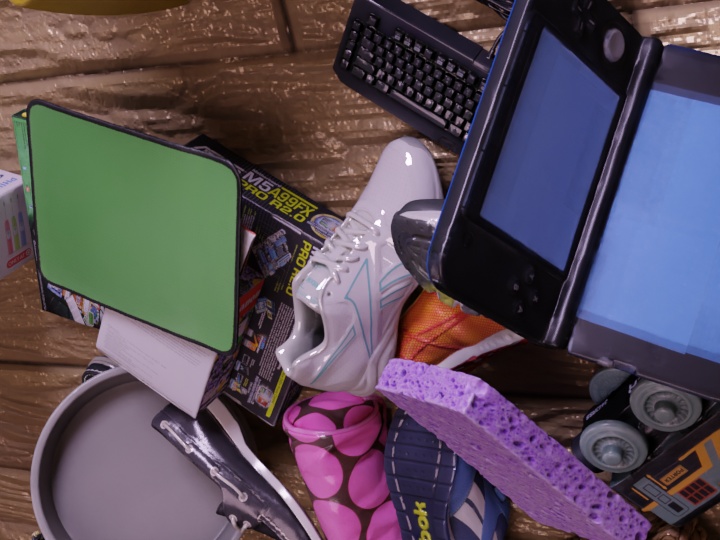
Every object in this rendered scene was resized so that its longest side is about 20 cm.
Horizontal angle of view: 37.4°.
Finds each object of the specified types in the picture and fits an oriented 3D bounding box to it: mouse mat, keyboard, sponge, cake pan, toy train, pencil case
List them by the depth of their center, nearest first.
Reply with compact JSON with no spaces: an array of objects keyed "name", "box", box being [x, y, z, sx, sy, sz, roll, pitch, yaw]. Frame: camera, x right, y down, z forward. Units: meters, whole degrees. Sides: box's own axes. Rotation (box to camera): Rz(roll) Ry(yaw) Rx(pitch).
[{"name":"keyboard","box":[0.079,-0.131,0.707,0.199,0.021,0.128,32,128,10]},{"name":"toy train","box":[0.232,0.089,0.712,0.114,0.085,0.200,34,128,-7]},{"name":"sponge","box":[0.108,0.132,0.756,0.200,0.030,0.111,41,163,-27]},{"name":"mouse mat","box":[-0.172,-0.032,0.798,0.199,0.008,0.162,19,122,22]},{"name":"pencil case","box":[0.008,0.194,0.895,0.093,0.091,0.201,-21,109,-5]},{"name":"cake pan","box":[-0.192,0.184,0.954,0.200,0.200,0.037,47,166,-2]}]

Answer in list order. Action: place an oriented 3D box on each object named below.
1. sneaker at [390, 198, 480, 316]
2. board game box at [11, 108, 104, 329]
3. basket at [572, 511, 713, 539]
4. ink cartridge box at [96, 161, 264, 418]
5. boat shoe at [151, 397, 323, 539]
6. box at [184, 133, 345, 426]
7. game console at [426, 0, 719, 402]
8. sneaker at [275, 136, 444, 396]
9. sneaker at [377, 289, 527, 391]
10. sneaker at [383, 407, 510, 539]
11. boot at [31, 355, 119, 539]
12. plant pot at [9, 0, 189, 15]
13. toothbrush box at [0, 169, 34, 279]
[{"name":"sneaker","box":[0.119,-0.014,0.698,0.199,0.085,0.075,15,137,8]},{"name":"board game box","box":[-0.252,-0.039,0.950,0.104,0.023,0.201,18,125,23]},{"name":"basket","box":[0.198,0.294,0.804,0.149,0.143,0.200,51,129,-4]},{"name":"ink cartridge box","box":[-0.138,0.011,0.839,0.109,0.050,0.201,33,128,12]},{"name":"boat shoe","box":[-0.101,0.186,0.908,0.200,0.060,0.074,50,165,9]},{"name":"box","box":[-0.100,0.012,0.878,0.160,0.044,0.201,30,128,11]},{"name":"game console","box":[0.154,-0.051,0.587,0.118,0.201,0.170,10,167,47]},{"name":"sneaker","box":[0.000,0.000,0.759,0.070,0.080,0.201,38,115,51]},{"name":"sneaker","box":[0.065,0.040,0.796,0.199,0.073,0.078,-29,76,37]},{"name":"sneaker","box":[0.074,0.181,0.859,0.074,0.082,0.201,8,112,43]},{"name":"boot","box":[-0.249,0.201,1.001,0.073,0.154,0.205,5,120,29]},{"name":"plant pot","box":[-0.159,-0.273,0.661,0.199,0.176,0.201,-24,103,37]},{"name":"toothbrush box","box":[-0.420,-0.044,0.965,0.199,0.146,0.087,16,123,21]}]
